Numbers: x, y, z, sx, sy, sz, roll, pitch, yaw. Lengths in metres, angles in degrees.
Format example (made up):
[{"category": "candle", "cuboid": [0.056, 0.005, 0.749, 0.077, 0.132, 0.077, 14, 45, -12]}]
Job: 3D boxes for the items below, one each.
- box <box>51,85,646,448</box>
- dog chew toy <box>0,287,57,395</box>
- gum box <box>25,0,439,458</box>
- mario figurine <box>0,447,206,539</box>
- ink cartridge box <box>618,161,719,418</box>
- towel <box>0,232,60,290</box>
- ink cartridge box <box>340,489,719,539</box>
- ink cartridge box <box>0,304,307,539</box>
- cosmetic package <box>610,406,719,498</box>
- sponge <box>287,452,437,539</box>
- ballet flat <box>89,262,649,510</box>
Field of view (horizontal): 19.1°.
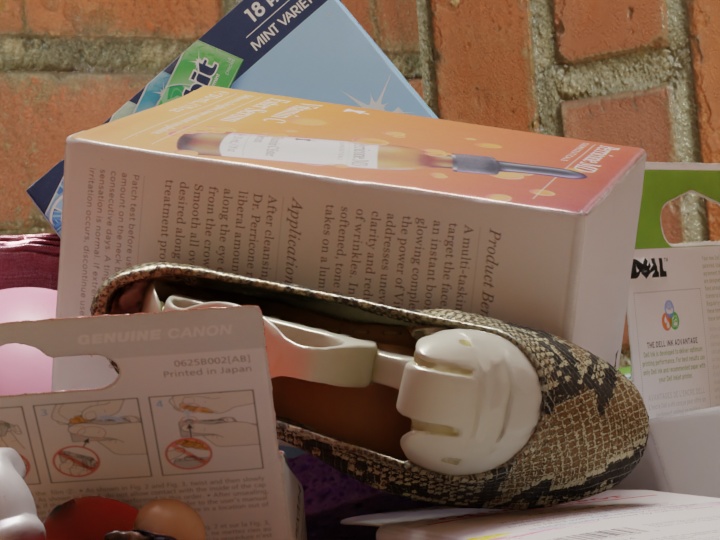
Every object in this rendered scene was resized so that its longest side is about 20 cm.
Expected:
[{"category": "box", "cuboid": [0.000, 0.000, 0.846, 0.199, 0.107, 0.152, 9, 14, 14]}, {"category": "dog chew toy", "cuboid": [-0.184, 0.099, 0.967, 0.200, 0.125, 0.124, -38, -10, 13]}, {"category": "gum box", "cuboid": [-0.028, -0.014, 0.973, 0.170, 0.200, 0.045, -41, -16, 5]}, {"category": "mario figurine", "cuboid": [-0.052, 0.100, 0.630, 0.106, 0.124, 0.200, -24, 13, -26]}, {"category": "ink cartridge box", "cuboid": [0.143, 0.050, 1.060, 0.075, 0.201, 0.147, -6, -2, 39]}, {"category": "towel", "cuboid": [-0.203, 0.082, 1.028, 0.143, 0.201, 0.023, -4, 16, -14]}, {"category": "ink cartridge box", "cuboid": [0.081, 0.115, 0.716, 0.116, 0.068, 0.200, -4, 0, -24]}, {"category": "ink cartridge box", "cuboid": [-0.101, 0.078, 0.732, 0.161, 0.201, 0.057, -4, 37, 0]}, {"category": "cosmetic package", "cuboid": [0.147, 0.101, 0.913, 0.101, 0.072, 0.199, -26, -15, 39]}, {"category": "sponge", "cuboid": [-0.025, 0.111, 0.907, 0.199, 0.030, 0.112, -14, -26, -21]}, {"category": "ballet flat", "cuboid": [-0.002, 0.037, 0.730, 0.199, 0.068, 0.075, 13, -8, 14]}]
